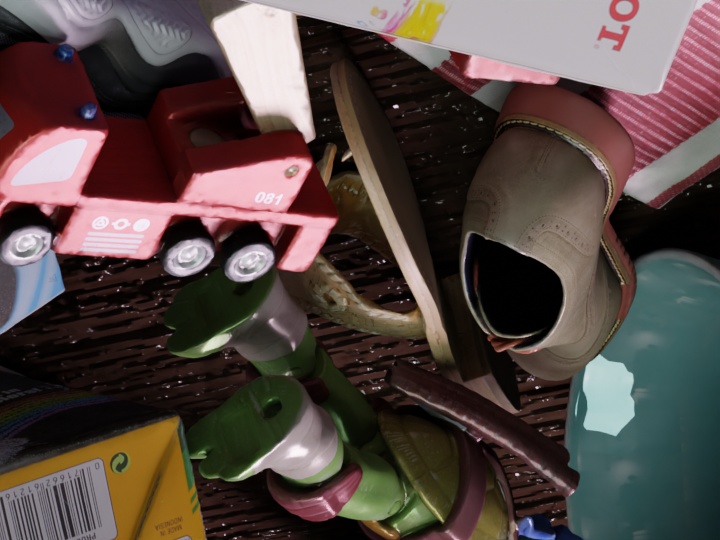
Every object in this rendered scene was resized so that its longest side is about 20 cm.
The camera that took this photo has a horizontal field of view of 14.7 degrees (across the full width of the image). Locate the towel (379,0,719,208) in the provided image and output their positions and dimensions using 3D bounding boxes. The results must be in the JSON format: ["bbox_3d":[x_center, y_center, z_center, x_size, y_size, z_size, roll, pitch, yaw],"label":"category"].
[{"bbox_3d":[0.090,-0.107,1.031,0.200,0.023,0.144,31,131,-30],"label":"towel"}]

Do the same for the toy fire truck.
[{"bbox_3d":[-0.038,-0.063,0.972,0.200,0.049,0.141,5,132,-32],"label":"toy fire truck"}]

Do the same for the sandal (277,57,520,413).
[{"bbox_3d":[0.001,0.004,1.125,0.070,0.078,0.212,-19,140,11],"label":"sandal"}]

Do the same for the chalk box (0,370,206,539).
[{"bbox_3d":[-0.158,0.117,1.081,0.125,0.124,0.200,-16,-168,-31],"label":"chalk box"}]

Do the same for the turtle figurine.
[{"bbox_3d":[-0.027,0.097,1.120,0.200,0.144,0.194,1,147,34],"label":"turtle figurine"}]

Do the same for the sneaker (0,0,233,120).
[{"bbox_3d":[-0.130,-0.071,1.003,0.200,0.076,0.114,21,117,-45],"label":"sneaker"}]

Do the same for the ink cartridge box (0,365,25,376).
[{"bbox_3d":[-0.249,0.085,1.243,0.200,0.084,0.145,25,135,-23],"label":"ink cartridge box"}]

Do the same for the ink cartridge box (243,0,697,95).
[{"bbox_3d":[0.018,-0.169,0.852,0.200,0.145,0.147,13,128,-9],"label":"ink cartridge box"}]

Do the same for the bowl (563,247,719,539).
[{"bbox_3d":[0.174,0.089,1.144,0.105,0.201,0.201,-2,143,-22],"label":"bowl"}]

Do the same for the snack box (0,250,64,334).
[{"bbox_3d":[-0.186,-0.033,1.080,0.116,0.037,0.200,-35,145,-20],"label":"snack box"}]

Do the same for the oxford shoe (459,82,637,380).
[{"bbox_3d":[0.064,0.003,1.097,0.070,0.075,0.200,22,157,17],"label":"oxford shoe"}]
